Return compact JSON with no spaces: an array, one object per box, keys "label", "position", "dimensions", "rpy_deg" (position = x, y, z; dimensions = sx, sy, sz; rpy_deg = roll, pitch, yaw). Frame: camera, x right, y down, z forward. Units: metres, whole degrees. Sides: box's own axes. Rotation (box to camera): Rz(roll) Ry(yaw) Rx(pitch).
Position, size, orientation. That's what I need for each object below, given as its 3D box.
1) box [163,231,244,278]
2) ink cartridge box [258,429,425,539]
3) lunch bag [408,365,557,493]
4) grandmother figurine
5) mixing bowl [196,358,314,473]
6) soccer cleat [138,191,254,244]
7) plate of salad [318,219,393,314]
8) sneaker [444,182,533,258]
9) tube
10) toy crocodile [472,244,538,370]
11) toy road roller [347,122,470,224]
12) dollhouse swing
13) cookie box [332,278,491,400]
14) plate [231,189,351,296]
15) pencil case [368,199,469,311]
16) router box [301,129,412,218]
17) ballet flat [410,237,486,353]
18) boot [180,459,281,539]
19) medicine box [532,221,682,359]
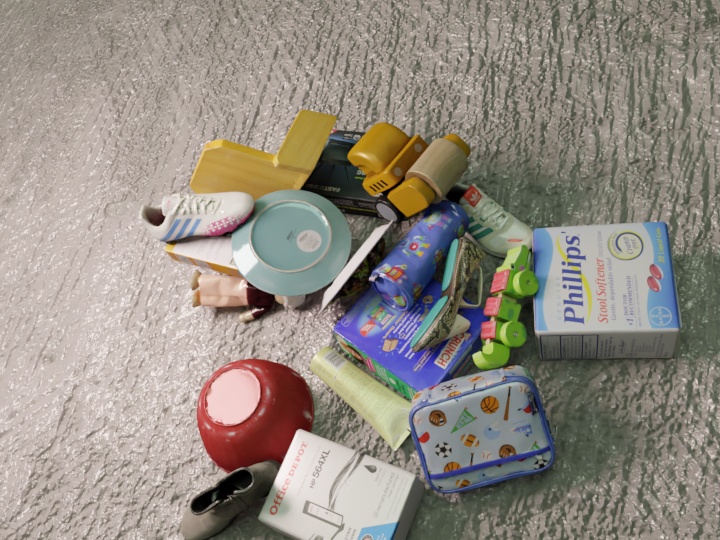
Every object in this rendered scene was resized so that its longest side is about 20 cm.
[{"label":"box","position":[-0.227,-0.055,1.261],"dimensions":[0.199,0.042,0.119],"rpy_deg":[15,67,22]},{"label":"ink cartridge box","position":[-0.027,0.339,1.064],"dimensions":[0.199,0.084,0.146],"rpy_deg":[15,67,23]},{"label":"lunch bag","position":[0.177,0.230,1.039],"dimensions":[0.199,0.076,0.161],"rpy_deg":[-15,98,10]},{"label":"grandmother figurine","position":[-0.196,0.034,1.288],"dimensions":[0.199,0.122,0.061],"rpy_deg":[4,36,3]},{"label":"mixing bowl","position":[-0.184,0.219,1.169],"dimensions":[0.199,0.108,0.201],"rpy_deg":[-8,58,12]},{"label":"soccer cleat","position":[-0.276,-0.097,1.213],"dimensions":[0.199,0.086,0.070],"rpy_deg":[-14,53,18]},{"label":"plate of salad","position":[0.000,0.000,1.204],"dimensions":[0.048,0.200,0.200],"rpy_deg":[39,76,-1]},{"label":"sneaker","position":[0.205,-0.093,1.236],"dimensions":[0.199,0.093,0.070],"rpy_deg":[34,75,30]},{"label":"tube","position":[0.005,0.197,1.162],"dimensions":[0.200,0.052,0.058],"rpy_deg":[34,117,26]},{"label":"toy crocodile","position":[0.213,0.054,1.087],"dimensions":[0.062,0.067,0.201],"rpy_deg":[23,74,-20]},{"label":"toy road roller","position":[0.068,-0.175,1.197],"dimensions":[0.146,0.200,0.123],"rpy_deg":[44,69,-13]},{"label":"dollhouse swing","position":[-0.177,-0.205,1.293],"dimensions":[0.175,0.200,0.182],"rpy_deg":[28,59,-11]},{"label":"cookie box","position":[0.086,0.101,1.170],"dimensions":[0.200,0.075,0.171],"rpy_deg":[33,71,30]},{"label":"plate","position":[-0.114,-0.053,1.202],"dimensions":[0.199,0.026,0.201],"rpy_deg":[1,63,-1]},{"label":"pencil case","position":[0.092,-0.027,1.161],"dimensions":[0.087,0.078,0.200],"rpy_deg":[20,57,33]},{"label":"router box","position":[0.001,-0.182,1.368],"dimensions":[0.199,0.062,0.150],"rpy_deg":[9,65,21]},{"label":"ballet flat","position":[0.145,0.046,1.108],"dimensions":[0.075,0.068,0.201],"rpy_deg":[27,70,-6]},{"label":"boot","position":[-0.215,0.340,1.077],"dimensions":[0.200,0.131,0.068],"rpy_deg":[-36,70,11]},{"label":"medicine box","position":[0.366,0.032,1.110],"dimensions":[0.199,0.103,0.183],"rpy_deg":[-3,60,15]}]
